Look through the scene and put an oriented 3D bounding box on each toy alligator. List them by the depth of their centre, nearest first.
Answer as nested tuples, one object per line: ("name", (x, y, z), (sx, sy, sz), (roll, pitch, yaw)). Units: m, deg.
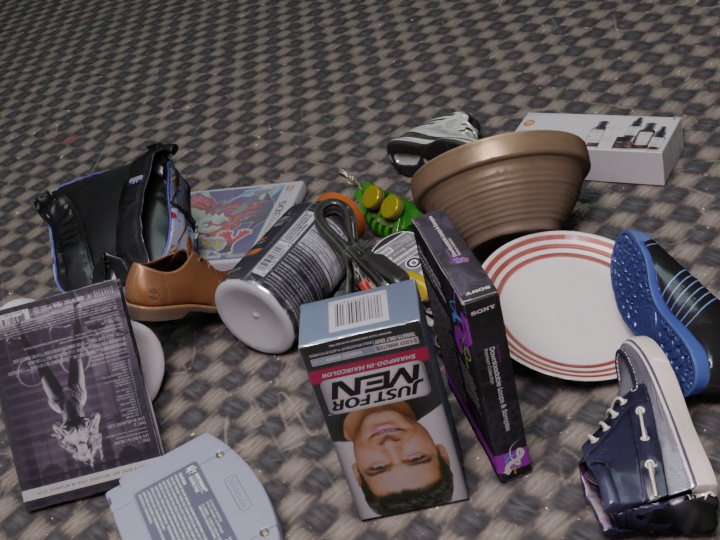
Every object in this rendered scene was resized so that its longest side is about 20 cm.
("toy alligator", (0.022, -0.075, 1.228), (0.200, 0.059, 0.054), (31, 97, 48))

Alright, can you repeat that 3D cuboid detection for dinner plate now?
("dinner plate", (0.211, 0.036, 0.977), (0.199, 0.024, 0.201), (-2, 45, 2))

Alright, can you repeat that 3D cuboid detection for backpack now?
("backpack", (-0.285, -0.027, 1.196), (0.199, 0.154, 0.191), (-21, 48, 13))

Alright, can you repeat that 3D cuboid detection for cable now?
("cable", (0.000, 0.000, 1.045), (0.097, 0.050, 0.200), (-31, 48, -22))

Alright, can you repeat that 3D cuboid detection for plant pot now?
("plant pot", (0.159, -0.072, 1.084), (0.200, 0.201, 0.093), (-11, 75, 9))

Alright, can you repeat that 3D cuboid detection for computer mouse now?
("computer mouse", (0.084, 0.020, 1.074), (0.109, 0.044, 0.200), (-33, 42, -14))

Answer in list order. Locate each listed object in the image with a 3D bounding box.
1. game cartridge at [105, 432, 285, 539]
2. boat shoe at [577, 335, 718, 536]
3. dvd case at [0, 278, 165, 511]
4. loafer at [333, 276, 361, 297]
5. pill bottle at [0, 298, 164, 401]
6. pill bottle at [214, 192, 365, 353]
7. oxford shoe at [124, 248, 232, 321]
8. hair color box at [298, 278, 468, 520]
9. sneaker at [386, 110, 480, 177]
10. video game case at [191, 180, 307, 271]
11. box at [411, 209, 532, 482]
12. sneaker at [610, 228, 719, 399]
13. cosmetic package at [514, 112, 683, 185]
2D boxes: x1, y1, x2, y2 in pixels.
("game cartridge", (-0.143, 0.232, 0.881), (0.133, 0.042, 0.200), (-23, 34, -16))
("boat shoe", (0.221, 0.132, 0.818), (0.092, 0.075, 0.200), (-8, 35, 1))
("dvd case", (-0.285, 0.123, 0.978), (0.148, 0.201, 0.016), (-15, -2, 4))
("loafer", (0.003, 0.053, 1.041), (0.071, 0.063, 0.200), (-13, 34, 7))
("pill bottle", (-0.321, 0.092, 1.088), (0.199, 0.115, 0.114), (13, 44, 37))
("pill bottle", (-0.069, -0.007, 1.122), (0.106, 0.107, 0.200), (7, 40, 32))
("oxford shoe", (-0.184, 0.010, 1.124), (0.071, 0.072, 0.200), (12, 11, 32))
("hair color box", (0.022, 0.112, 0.825), (0.098, 0.201, 0.061), (-13, 33, 7))
("sneaker", (0.138, -0.169, 1.284), (0.200, 0.076, 0.115), (17, 49, 44))
("video game case", (-0.188, -0.056, 1.320), (0.199, 0.023, 0.183), (-4, 36, 20))
("box", (0.097, 0.064, 0.860), (0.036, 0.201, 0.143), (-20, 34, -4))
("sneaker", (0.298, 0.039, 0.915), (0.077, 0.070, 0.201), (3, 44, -16))
("cosmetic package", (0.287, -0.154, 1.218), (0.199, 0.051, 0.083), (8, 40, 32))
